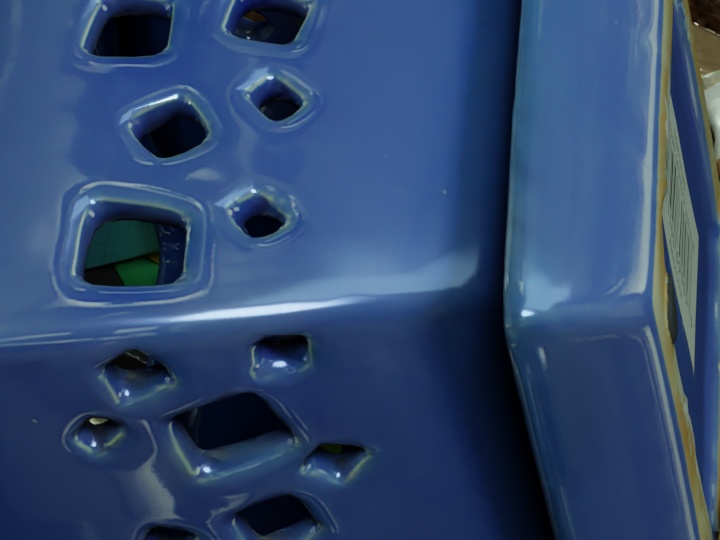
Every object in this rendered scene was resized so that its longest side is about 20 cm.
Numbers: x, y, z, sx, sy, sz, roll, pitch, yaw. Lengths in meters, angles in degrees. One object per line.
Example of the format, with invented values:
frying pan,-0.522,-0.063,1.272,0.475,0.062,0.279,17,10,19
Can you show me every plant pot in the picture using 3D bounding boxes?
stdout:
plant pot,0.000,0.000,0.768,0.178,0.201,0.201,-3,50,13

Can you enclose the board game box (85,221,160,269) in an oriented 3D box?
board game box,-0.166,-0.050,0.905,0.199,0.045,0.152,-15,48,-33

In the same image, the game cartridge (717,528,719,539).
game cartridge,0.154,0.127,0.803,0.201,0.032,0.176,62,18,-12

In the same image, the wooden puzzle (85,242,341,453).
wooden puzzle,-0.024,0.011,0.955,0.184,0.037,0.200,26,35,-1

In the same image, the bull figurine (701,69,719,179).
bull figurine,0.143,-0.010,1.049,0.199,0.065,0.122,-15,85,-53
